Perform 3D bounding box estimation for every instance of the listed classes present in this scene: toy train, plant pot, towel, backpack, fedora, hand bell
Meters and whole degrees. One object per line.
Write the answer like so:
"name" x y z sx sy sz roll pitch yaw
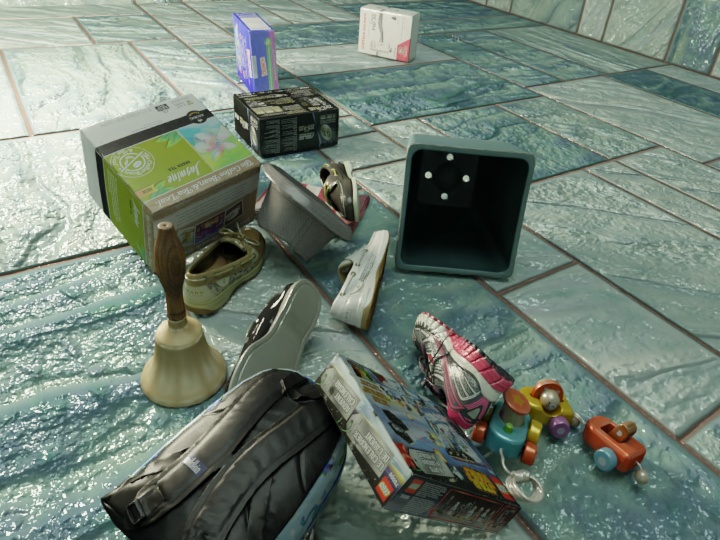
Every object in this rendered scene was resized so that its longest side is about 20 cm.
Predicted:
"toy train" 0.217 0.171 0.608 0.194 0.057 0.150 -2 29 -30
"plant pot" 0.157 -0.129 0.939 0.189 0.202 0.201 5 26 0
"towel" -0.090 -0.121 1.032 0.193 0.023 0.145 12 35 9
"backpack" -0.094 0.184 0.511 0.159 0.156 0.202 20 57 25
"fedora" -0.101 -0.082 0.886 0.175 0.091 0.200 36 5 -29
"hand bell" -0.204 0.041 0.626 0.100 0.205 0.105 4 33 -3

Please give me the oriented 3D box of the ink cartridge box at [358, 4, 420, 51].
"ink cartridge box" 0.095 -0.811 1.925 0.195 0.150 0.083 18 36 20

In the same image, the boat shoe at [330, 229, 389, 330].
"boat shoe" 0.000 0.000 0.828 0.067 0.073 0.202 11 36 6

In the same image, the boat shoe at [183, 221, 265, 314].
"boat shoe" -0.194 -0.017 0.831 0.071 0.064 0.202 11 35 9

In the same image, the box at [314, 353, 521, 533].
"box" 0.056 0.165 0.526 0.198 0.040 0.137 35 11 -43

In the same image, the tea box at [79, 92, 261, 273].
"tea box" -0.291 -0.142 0.879 0.196 0.135 0.198 43 52 16

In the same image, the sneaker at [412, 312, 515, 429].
"sneaker" 0.098 0.108 0.657 0.080 0.075 0.200 38 0 -15

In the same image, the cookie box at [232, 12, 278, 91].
"cookie box" -0.287 -0.587 1.534 0.073 0.175 0.201 -12 39 -19

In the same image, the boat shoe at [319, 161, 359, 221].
"boat shoe" -0.037 -0.136 0.982 0.058 0.074 0.203 -4 27 -6

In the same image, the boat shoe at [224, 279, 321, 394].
"boat shoe" -0.112 0.095 0.687 0.059 0.074 0.203 -20 35 41

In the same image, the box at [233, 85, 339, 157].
"box" -0.169 -0.341 1.274 0.195 0.088 0.164 -16 40 -28
